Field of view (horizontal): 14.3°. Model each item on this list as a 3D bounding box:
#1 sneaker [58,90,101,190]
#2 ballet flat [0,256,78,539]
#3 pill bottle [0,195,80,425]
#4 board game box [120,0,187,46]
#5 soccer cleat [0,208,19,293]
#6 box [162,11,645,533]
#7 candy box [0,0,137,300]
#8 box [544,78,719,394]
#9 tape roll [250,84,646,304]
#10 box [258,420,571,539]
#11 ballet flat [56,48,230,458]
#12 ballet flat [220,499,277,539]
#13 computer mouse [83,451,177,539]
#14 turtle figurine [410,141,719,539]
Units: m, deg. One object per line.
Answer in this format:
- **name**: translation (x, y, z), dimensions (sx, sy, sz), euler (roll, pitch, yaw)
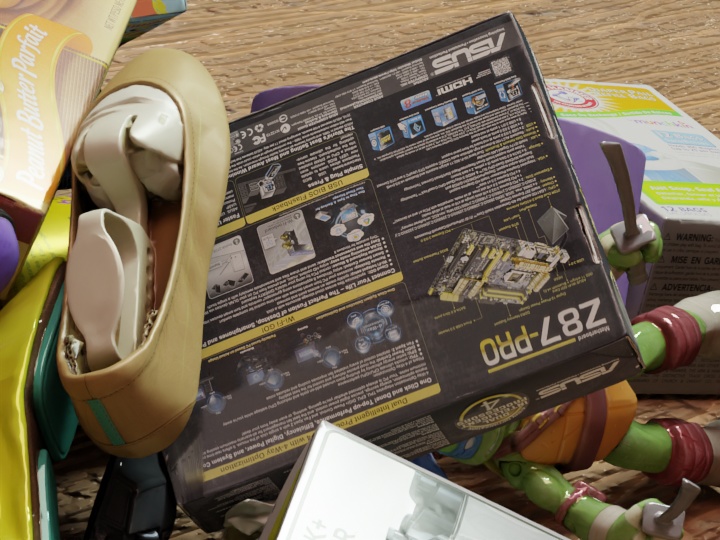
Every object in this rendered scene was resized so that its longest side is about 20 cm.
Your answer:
- **sneaker**: translation (-0.190, -0.066, 1.468), dimensions (0.078, 0.076, 0.200), euler (-22, 8, -34)
- **ballet flat**: translation (-0.147, 0.072, 1.148), dimensions (0.067, 0.067, 0.200), euler (-3, 48, 3)
- **pill bottle**: translation (-0.176, 0.024, 1.253), dimensions (0.200, 0.105, 0.104), euler (-7, 29, -42)
- **board game box**: translation (-0.162, -0.164, 1.449), dimensions (0.103, 0.105, 0.200), euler (-9, 1, -14)
- **soccer cleat**: translation (-0.199, 0.055, 1.121), dimensions (0.200, 0.068, 0.073), euler (-41, 63, -19)
- **box**: translation (0.000, 0.000, 1.202), dimensions (0.199, 0.049, 0.162), euler (-22, 63, 6)
- **candy box**: translation (-0.174, -0.084, 1.248), dimensions (0.115, 0.055, 0.200), euler (23, 37, -6)
- **box**: translation (0.147, -0.022, 1.557), dimensions (0.112, 0.102, 0.200), euler (2, 24, -27)
- **tape roll**: translation (0.038, -0.029, 1.425), dimensions (0.199, 0.085, 0.200), euler (10, -6, 1)
- **box**: translation (0.050, 0.149, 1.059), dimensions (0.200, 0.060, 0.117), euler (26, 34, -2)
- **ballet flat**: translation (-0.091, -0.022, 1.167), dimensions (0.068, 0.063, 0.200), euler (-15, 55, 18)
- **ballet flat**: translation (-0.038, 0.124, 1.147), dimensions (0.068, 0.068, 0.200), euler (14, 20, 26)
- **computer mouse**: translation (-0.090, 0.109, 1.126), dimensions (0.034, 0.059, 0.200), euler (20, 10, -5)
- **turtle figurine**: translation (0.137, 0.056, 1.303), dimensions (0.194, 0.200, 0.144), euler (-3, 54, -48)
